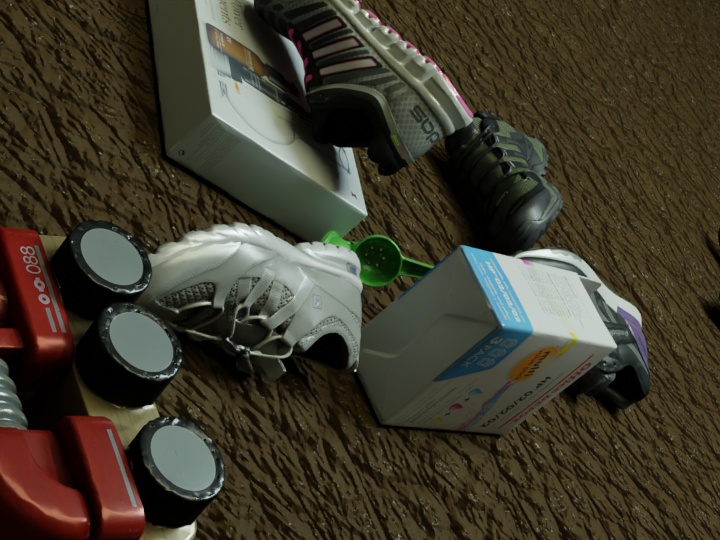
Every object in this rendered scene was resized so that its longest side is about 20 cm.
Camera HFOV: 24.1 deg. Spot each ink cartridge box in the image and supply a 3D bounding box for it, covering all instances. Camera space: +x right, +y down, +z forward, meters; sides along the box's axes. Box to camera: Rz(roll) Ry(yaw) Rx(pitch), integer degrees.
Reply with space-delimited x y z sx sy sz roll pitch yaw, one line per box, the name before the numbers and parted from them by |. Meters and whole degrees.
ink cartridge box | 0.097 0.054 1.171 0.199 0.115 0.068 11 45 -53

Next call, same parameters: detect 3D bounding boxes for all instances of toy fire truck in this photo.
toy fire truck | -0.173 0.052 0.750 0.198 0.129 0.177 5 50 -41

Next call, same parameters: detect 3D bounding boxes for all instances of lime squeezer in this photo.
lime squeezer | 0.000 0.000 1.160 0.198 0.038 0.071 6 29 -35

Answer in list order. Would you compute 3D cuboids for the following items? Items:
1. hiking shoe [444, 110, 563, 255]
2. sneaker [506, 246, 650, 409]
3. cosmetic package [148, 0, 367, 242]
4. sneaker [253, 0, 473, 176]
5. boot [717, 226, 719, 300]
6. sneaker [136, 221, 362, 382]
hiking shoe | 0.111 -0.078 1.440 0.100 0.076 0.201 33 20 -15
sneaker | 0.175 0.050 1.359 0.199 0.075 0.088 26 40 -41
cosmetic package | -0.076 -0.126 1.210 0.150 0.052 0.201 34 30 -37
sneaker | -0.018 -0.137 1.179 0.200 0.088 0.074 40 -8 26
boot | 0.424 0.022 1.805 0.173 0.069 0.201 3 54 -58
sneaker | -0.063 0.024 0.999 0.199 0.074 0.083 4 67 -46
